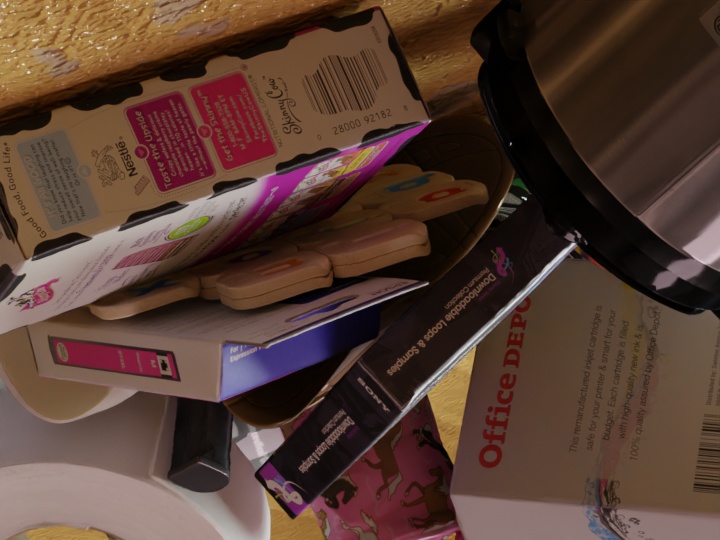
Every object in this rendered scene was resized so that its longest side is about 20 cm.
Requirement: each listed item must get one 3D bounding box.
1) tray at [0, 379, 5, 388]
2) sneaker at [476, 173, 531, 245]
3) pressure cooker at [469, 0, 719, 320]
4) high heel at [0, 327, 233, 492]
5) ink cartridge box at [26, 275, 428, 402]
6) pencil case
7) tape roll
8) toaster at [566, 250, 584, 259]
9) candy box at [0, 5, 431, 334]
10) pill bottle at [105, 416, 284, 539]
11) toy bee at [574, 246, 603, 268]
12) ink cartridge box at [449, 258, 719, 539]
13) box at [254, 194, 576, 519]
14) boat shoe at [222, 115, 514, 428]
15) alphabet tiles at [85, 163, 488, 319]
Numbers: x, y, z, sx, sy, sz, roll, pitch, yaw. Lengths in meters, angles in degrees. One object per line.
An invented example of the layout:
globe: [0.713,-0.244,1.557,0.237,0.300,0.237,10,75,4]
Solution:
tray: [-0.227,0.051,1.451,0.107,0.022,0.200,-26,169,6]
sneaker: [0.077,-0.013,1.566,0.200,0.078,0.085,65,47,-69]
pressure cooker: [0.151,-0.084,1.213,0.178,0.176,0.200,19,130,-40]
high heel: [-0.130,0.012,1.445,0.071,0.143,0.200,-21,138,29]
ink cartridge box: [-0.063,0.027,1.290,0.094,0.037,0.200,-21,-167,-35]
pencil case: [-0.004,0.065,1.535,0.086,0.201,0.083,-23,170,27]
tape roll: [-0.150,0.153,1.541,0.202,0.202,0.071,-31,-151,28]
toaster: [0.211,-0.016,1.644,0.119,0.181,0.200,-45,175,-17]
candy box: [-0.086,-0.040,1.229,0.199,0.061,0.136,-21,171,-26]
pill bottle: [-0.075,0.069,1.628,0.199,0.114,0.114,-24,169,-7]
toy bee: [0.124,-0.078,1.382,0.108,0.131,0.200,3,-152,25]
ink cartridge box: [0.163,0.093,1.495,0.199,0.148,0.145,5,151,15]
box: [0.029,0.038,1.343,0.143,0.036,0.200,-43,178,-25]
boat shoe: [0.000,0.000,1.458,0.200,0.074,0.066,-44,175,-5]
alphabet tiles: [-0.046,-0.012,1.338,0.195,0.015,0.200,-19,-166,-18]
